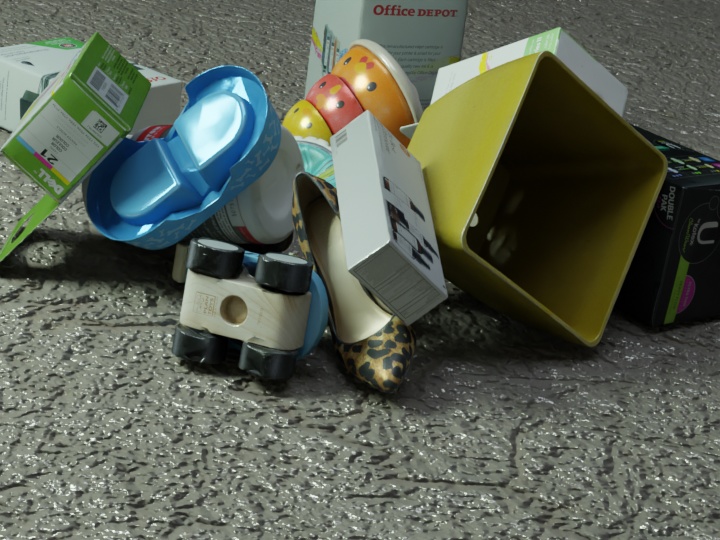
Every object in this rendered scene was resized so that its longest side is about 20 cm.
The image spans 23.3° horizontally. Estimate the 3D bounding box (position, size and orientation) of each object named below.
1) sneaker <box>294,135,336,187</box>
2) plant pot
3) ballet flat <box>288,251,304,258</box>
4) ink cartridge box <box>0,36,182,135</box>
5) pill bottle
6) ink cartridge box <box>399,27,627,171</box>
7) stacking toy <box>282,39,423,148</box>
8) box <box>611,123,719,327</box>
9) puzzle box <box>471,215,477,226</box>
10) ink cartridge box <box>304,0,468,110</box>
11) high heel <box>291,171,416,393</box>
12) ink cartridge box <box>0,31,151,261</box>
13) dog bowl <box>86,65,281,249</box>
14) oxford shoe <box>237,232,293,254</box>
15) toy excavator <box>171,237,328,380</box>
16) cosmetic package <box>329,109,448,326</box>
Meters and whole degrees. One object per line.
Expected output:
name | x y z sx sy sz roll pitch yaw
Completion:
sneaker | -0.038 -0.086 1.845 0.198 0.078 0.080 19 32 27
plant pot | 0.135 -0.065 1.637 0.199 0.202 0.176 35 -19 -34
ballet flat | 0.000 0.000 1.645 0.075 0.065 0.199 27 27 36
ink cartridge box | -0.322 -0.196 2.005 0.199 0.084 0.146 23 26 32
pill bottle | -0.162 -0.083 1.682 0.198 0.115 0.114 1 15 28
ink cartridge box | 0.148 -0.159 1.726 0.199 0.068 0.117 -13 -38 43
stacking toy | -0.037 -0.154 1.959 0.199 0.147 0.146 -32 35 -17
box | 0.279 -0.051 1.761 0.123 0.150 0.199 -7 26 -38
puzzle box | 0.108 -0.075 1.935 0.198 0.026 0.133 10 21 6
ink cartridge box | 0.028 -0.256 2.127 0.144 0.202 0.145 -2 23 -25
high heel | -0.015 0.009 1.488 0.071 0.143 0.201 -27 33 6
ink cartridge box | -0.293 -0.109 1.619 0.076 0.200 0.148 43 17 -15
dog bowl | -0.155 -0.097 1.584 0.050 0.199 0.112 39 16 -54
oxford shoe | -0.109 -0.071 1.783 0.084 0.073 0.200 9 22 -34
toy excavator | -0.106 0.019 1.541 0.192 0.101 0.200 13 8 18
cosmetic package | 0.024 -0.049 1.516 0.083 0.050 0.201 44 22 -32
